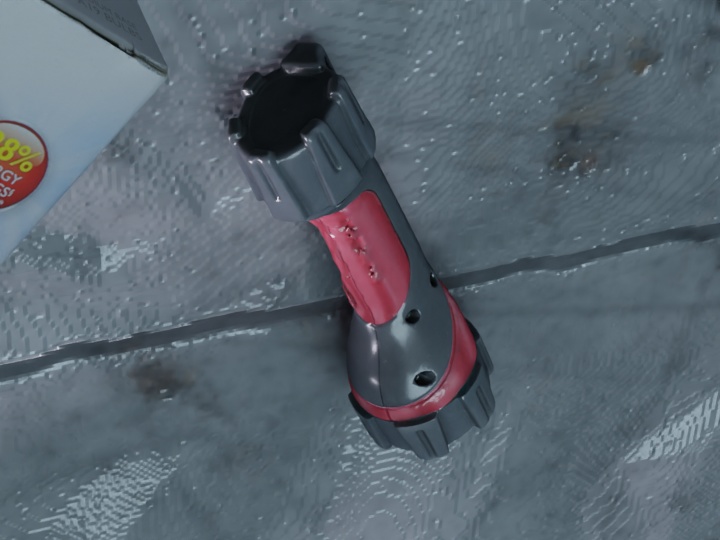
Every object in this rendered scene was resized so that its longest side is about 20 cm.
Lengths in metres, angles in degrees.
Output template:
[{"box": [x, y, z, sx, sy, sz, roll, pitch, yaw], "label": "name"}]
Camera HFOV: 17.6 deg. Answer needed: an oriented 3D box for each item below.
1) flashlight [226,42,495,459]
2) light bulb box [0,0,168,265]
[{"box": [0.000, 0.000, 0.994, 0.068, 0.068, 0.200, -33, 136, -3], "label": "flashlight"}, {"box": [-0.209, -0.071, 0.788, 0.198, 0.125, 0.200, 28, 113, -40], "label": "light bulb box"}]
